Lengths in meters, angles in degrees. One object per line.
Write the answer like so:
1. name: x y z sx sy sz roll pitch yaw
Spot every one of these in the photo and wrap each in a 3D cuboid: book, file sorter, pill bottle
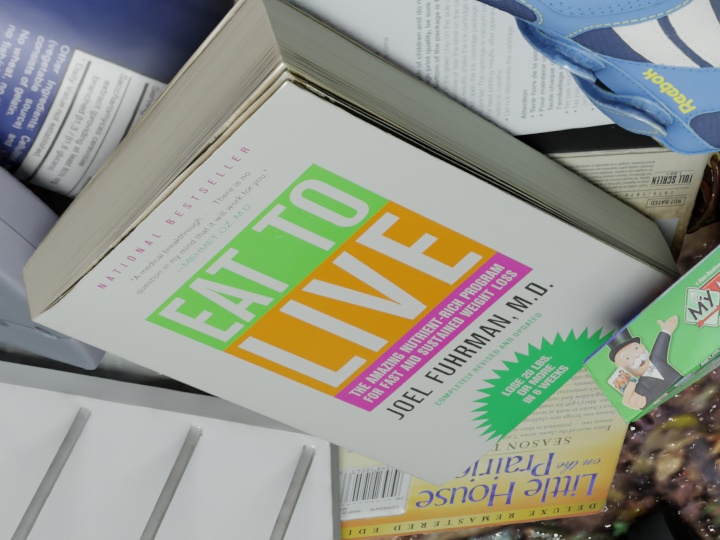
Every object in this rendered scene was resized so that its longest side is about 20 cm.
1. book: 0.000 0.000 0.716 0.199 0.048 0.134 25 123 -38
2. file sorter: -0.118 0.132 0.800 0.198 0.125 0.140 9 130 12
3. pill bottle: -0.096 -0.082 0.762 0.199 0.111 0.111 20 121 -19

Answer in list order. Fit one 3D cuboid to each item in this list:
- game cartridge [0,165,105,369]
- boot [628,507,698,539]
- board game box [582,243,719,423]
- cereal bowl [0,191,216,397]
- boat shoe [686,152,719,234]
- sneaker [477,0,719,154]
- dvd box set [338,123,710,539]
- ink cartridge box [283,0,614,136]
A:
1. game cartridge: -0.172 -0.025 0.743 0.133 0.041 0.200 19 164 29
2. boot: 0.137 0.228 1.008 0.168 0.077 0.200 -37 113 15
3. board game box: 0.170 -0.012 0.760 0.134 0.200 0.029 -43 79 24
4. cereal bowl: -0.077 0.055 0.877 0.198 0.084 0.201 -2 124 -3
5. boat shoe: 0.116 -0.041 0.835 0.198 0.071 0.071 -7 128 -1
6. sneaker: 0.091 -0.079 0.656 0.198 0.074 0.083 13 124 -22
7. dvd box set: 0.047 0.025 0.805 0.145 0.030 0.201 -4 132 -15
8. ink cartridge box: 0.061 -0.136 0.677 0.198 0.041 0.201 -8 127 -10
